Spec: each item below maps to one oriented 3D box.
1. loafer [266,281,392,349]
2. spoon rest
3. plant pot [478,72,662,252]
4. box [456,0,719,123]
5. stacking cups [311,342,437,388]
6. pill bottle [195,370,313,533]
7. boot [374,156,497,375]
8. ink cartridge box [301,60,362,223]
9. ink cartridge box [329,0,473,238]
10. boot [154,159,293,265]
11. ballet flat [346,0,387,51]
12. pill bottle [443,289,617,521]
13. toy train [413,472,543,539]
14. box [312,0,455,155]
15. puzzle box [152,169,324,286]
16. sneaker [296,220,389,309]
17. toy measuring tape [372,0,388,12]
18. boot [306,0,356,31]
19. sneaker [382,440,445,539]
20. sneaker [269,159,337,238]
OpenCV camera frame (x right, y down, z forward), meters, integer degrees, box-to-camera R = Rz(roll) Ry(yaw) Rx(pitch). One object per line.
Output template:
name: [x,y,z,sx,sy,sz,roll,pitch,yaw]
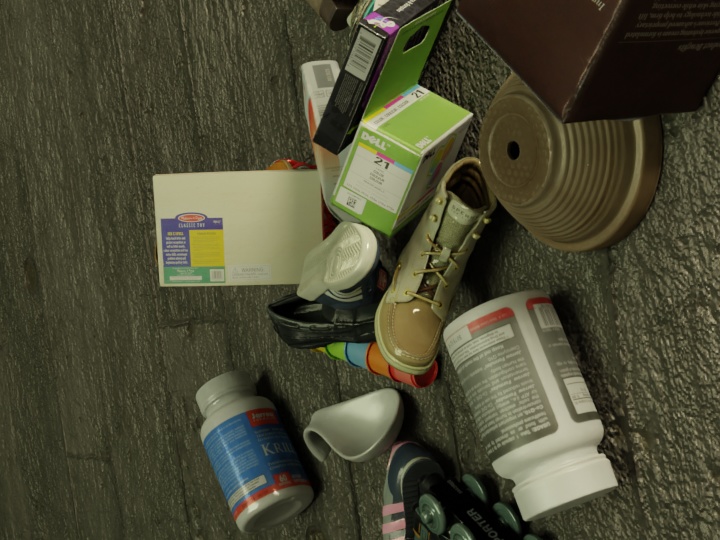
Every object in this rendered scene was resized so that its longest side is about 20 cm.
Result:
loafer: [-0.019,0.046,1.436,0.199,0.070,0.068,-12,48,31]
spoon rest: [-0.014,0.192,1.504,0.200,0.060,0.100,-26,31,57]
plant pot: [0.174,-0.115,1.155,0.200,0.092,0.203,16,109,54]
box: [0.213,-0.250,1.004,0.164,0.165,0.201,53,136,33]
stacking cups: [0.016,0.091,1.468,0.199,0.060,0.061,16,110,48]
pill bottle: [-0.150,0.240,1.680,0.201,0.112,0.112,62,141,24]
boot: [0.079,-0.007,1.259,0.201,0.072,0.155,-74,9,-46]
ink cartridge box: [-0.033,-0.110,1.404,0.163,0.050,0.201,-104,13,-49]
ink cartridge box: [0.059,-0.154,1.252,0.075,0.148,0.201,30,122,12]
boot: [-0.168,-0.061,1.507,0.201,0.143,0.071,-52,52,52]
ballet flat: [0.008,-0.244,1.396,0.075,0.067,0.201,-128,40,-49]
pill bottle: [0.165,0.131,1.201,0.114,0.113,0.201,-41,63,51]
toy train: [0.130,0.304,1.326,0.200,0.085,0.115,41,141,41]
box: [0.031,-0.216,1.259,0.036,0.200,0.143,31,129,9]
puzzle box: [-0.141,-0.050,1.456,0.025,0.198,0.134,-72,-19,-78]
sneaker: [0.000,0.000,1.315,0.200,0.084,0.076,161,125,-71]
toy measuring tape: [0.058,-0.328,1.280,0.073,0.073,0.201,33,112,47]
boot: [-0.016,-0.375,1.400,0.200,0.070,0.147,-46,52,41]
sneaker: [0.056,0.293,1.449,0.082,0.070,0.201,-133,48,-62]
sneaker: [-0.059,-0.063,1.524,0.201,0.067,0.109,42,132,46]
